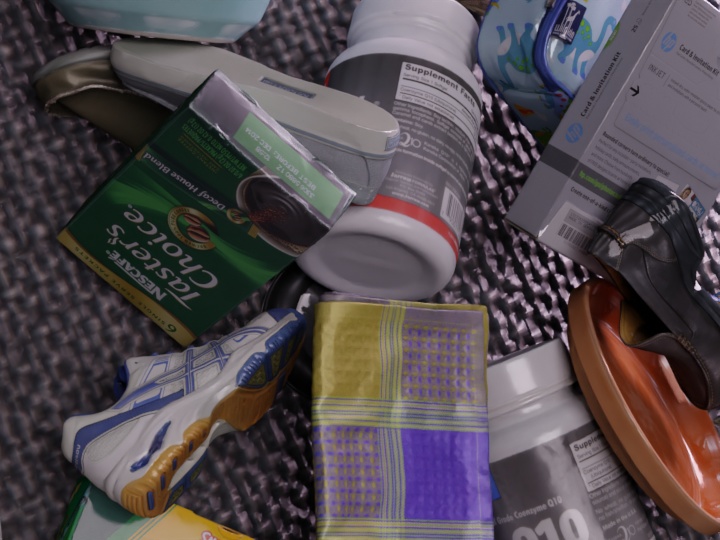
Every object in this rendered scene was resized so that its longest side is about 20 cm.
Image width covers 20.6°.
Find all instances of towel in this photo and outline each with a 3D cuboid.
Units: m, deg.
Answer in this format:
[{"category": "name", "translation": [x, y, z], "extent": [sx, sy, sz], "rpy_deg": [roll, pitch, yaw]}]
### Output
[{"category": "towel", "translation": [0.030, 0.114, 1.288], "extent": [0.143, 0.023, 0.201], "rpy_deg": [10, 74, -34]}]

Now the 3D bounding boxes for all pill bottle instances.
[{"category": "pill bottle", "translation": [0.134, 0.156, 1.390], "extent": [0.113, 0.114, 0.201], "rpy_deg": [-21, 88, -23]}, {"category": "pill bottle", "translation": [0.023, -0.089, 1.379], "extent": [0.115, 0.116, 0.201], "rpy_deg": [20, 60, -17]}]

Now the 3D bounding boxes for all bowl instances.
[{"category": "bowl", "translation": [-0.135, -0.211, 1.326], "extent": [0.200, 0.201, 0.106], "rpy_deg": [3, 100, -21]}]

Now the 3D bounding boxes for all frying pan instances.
[{"category": "frying pan", "translation": [0.011, 0.014, 1.416], "extent": [0.115, 0.031, 0.190], "rpy_deg": [48, 71, -8]}]

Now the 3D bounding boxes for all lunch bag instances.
[{"category": "lunch bag", "translation": [0.177, -0.165, 1.439], "extent": [0.200, 0.082, 0.161], "rpy_deg": [45, 63, -42]}]

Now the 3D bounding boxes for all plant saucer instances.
[{"category": "plant saucer", "translation": [0.204, 0.098, 1.410], "extent": [0.032, 0.200, 0.201], "rpy_deg": [-31, 94, 20]}]

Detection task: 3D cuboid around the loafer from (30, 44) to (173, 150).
[{"category": "loafer", "translation": [-0.127, -0.103, 1.355], "extent": [0.199, 0.075, 0.070], "rpy_deg": [9, 73, -20]}]

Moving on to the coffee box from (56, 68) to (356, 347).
[{"category": "coffee box", "translation": [-0.104, -0.035, 1.285], "extent": [0.123, 0.200, 0.044], "rpy_deg": [42, 50, -11]}]

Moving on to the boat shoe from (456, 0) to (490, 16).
[{"category": "boat shoe", "translation": [0.099, -0.228, 1.472], "extent": [0.199, 0.064, 0.072], "rpy_deg": [1, 80, -21]}]

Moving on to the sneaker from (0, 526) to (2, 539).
[{"category": "sneaker", "translation": [-0.267, 0.213, 1.251], "extent": [0.088, 0.075, 0.201], "rpy_deg": [-2, 82, -10]}]

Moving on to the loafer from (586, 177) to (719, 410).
[{"category": "loafer", "translation": [0.210, 0.029, 1.394], "extent": [0.072, 0.073, 0.200], "rpy_deg": [-38, 123, -16]}]

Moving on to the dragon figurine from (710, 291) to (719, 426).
[{"category": "dragon figurine", "translation": [0.324, 0.077, 1.509], "extent": [0.199, 0.059, 0.100], "rpy_deg": [15, 76, -17]}]

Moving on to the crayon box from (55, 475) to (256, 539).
[{"category": "crayon box", "translation": [-0.114, 0.227, 1.310], "extent": [0.199, 0.058, 0.119], "rpy_deg": [25, 72, -16]}]

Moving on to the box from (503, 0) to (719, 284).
[{"category": "box", "translation": [0.206, -0.090, 1.397], "extent": [0.156, 0.041, 0.200], "rpy_deg": [25, 98, -45]}]

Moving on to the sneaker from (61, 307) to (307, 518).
[{"category": "sneaker", "translation": [-0.114, 0.073, 1.304], "extent": [0.088, 0.075, 0.200], "rpy_deg": [29, 44, 19]}]

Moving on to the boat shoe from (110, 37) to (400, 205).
[{"category": "boat shoe", "translation": [-0.075, -0.094, 1.283], "extent": [0.200, 0.070, 0.072], "rpy_deg": [20, 112, 10]}]
